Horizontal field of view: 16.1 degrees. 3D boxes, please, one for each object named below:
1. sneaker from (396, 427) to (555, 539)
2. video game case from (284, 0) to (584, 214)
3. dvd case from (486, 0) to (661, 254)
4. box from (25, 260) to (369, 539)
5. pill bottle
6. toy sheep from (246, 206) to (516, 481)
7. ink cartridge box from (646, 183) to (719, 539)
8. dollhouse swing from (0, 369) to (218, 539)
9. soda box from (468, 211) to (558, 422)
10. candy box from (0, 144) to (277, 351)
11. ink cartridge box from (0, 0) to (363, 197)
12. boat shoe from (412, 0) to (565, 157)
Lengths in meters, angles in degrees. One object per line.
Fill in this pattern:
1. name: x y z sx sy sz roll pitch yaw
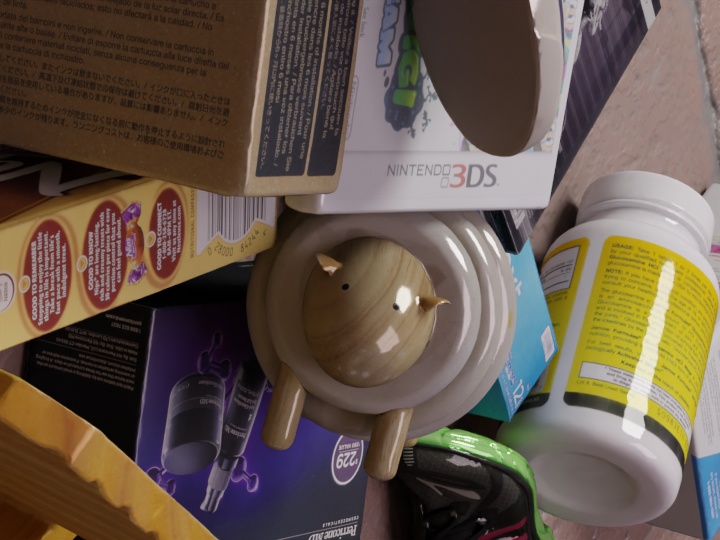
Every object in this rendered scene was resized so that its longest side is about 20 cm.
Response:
1. sneaker: 0.063 0.154 1.481 0.084 0.077 0.200 -64 144 -26
2. video game case: 0.043 -0.124 1.090 0.182 0.024 0.201 -3 105 -54
3. dvd case: 0.104 -0.131 1.384 0.200 0.016 0.149 -58 143 -31
4. box: -0.075 0.073 1.244 0.200 0.079 0.142 -6 108 -56
5. pill bottle: 0.154 0.044 1.535 0.113 0.112 0.201 59 39 -47
6. toy sheep: 0.009 0.018 1.177 0.200 0.137 0.138 -64 162 -82
7. ink cartridge box: 0.236 0.058 1.706 0.200 0.084 0.145 -46 136 -38
8. dollhouse swing: -0.178 0.105 0.953 0.182 0.176 0.200 -46 142 -6
9. soda box: 0.049 -0.013 1.410 0.064 0.068 0.200 -52 139 -37
10. candy box: -0.138 -0.022 1.076 0.200 0.116 0.057 -25 121 -52
11. ink cartridge box: -0.096 -0.126 1.030 0.075 0.199 0.165 -3 104 -56
12. boat shoe: 0.071 -0.151 1.029 0.093 0.075 0.201 -31 127 -35
